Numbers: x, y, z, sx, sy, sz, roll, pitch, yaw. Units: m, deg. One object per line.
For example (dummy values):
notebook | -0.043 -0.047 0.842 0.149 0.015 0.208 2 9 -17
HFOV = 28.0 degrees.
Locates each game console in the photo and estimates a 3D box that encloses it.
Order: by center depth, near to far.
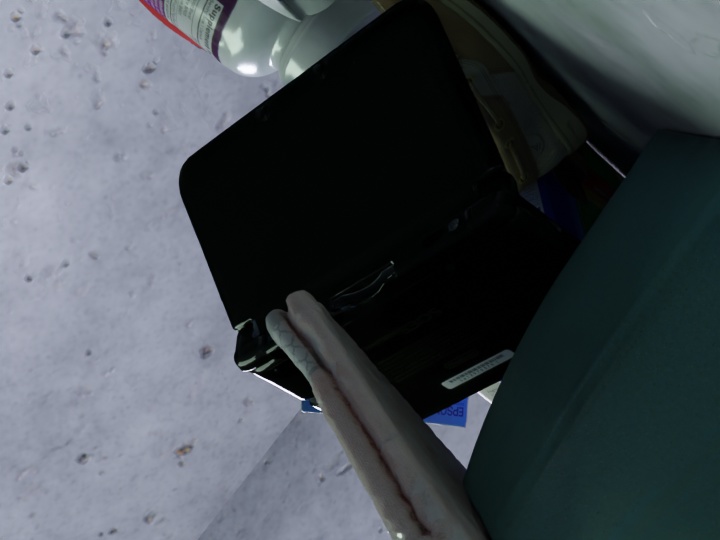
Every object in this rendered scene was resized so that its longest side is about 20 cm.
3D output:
game console | 0.021 -0.019 0.797 0.176 0.200 0.117 32 -137 -33

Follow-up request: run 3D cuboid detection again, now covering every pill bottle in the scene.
pill bottle | -0.081 -0.198 0.944 0.200 0.112 0.112 39 -176 10

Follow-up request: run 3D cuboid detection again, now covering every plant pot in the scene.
plant pot | 0.146 0.059 0.668 0.141 0.200 0.141 38 -177 -9

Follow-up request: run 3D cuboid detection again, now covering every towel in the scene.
towel | 0.041 0.119 0.701 0.200 0.032 0.191 49 -177 -40

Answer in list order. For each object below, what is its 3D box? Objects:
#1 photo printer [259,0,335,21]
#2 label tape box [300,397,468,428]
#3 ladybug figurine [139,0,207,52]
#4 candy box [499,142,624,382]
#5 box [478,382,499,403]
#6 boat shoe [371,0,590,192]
photo printer | -0.092 -0.221 0.789 0.166 0.069 0.200 39 -176 10
label tape box | 0.000 0.000 0.938 0.143 0.200 0.066 10 165 -39
ladybug figurine | -0.104 -0.214 1.063 0.200 0.072 0.136 35 -133 4
candy box | 0.139 0.005 0.927 0.169 0.077 0.200 35 -145 -38
box | 0.099 0.040 1.144 0.200 0.082 0.068 40 -140 -33
boat shoe | 0.056 -0.107 0.807 0.200 0.066 0.074 38 -176 -39
